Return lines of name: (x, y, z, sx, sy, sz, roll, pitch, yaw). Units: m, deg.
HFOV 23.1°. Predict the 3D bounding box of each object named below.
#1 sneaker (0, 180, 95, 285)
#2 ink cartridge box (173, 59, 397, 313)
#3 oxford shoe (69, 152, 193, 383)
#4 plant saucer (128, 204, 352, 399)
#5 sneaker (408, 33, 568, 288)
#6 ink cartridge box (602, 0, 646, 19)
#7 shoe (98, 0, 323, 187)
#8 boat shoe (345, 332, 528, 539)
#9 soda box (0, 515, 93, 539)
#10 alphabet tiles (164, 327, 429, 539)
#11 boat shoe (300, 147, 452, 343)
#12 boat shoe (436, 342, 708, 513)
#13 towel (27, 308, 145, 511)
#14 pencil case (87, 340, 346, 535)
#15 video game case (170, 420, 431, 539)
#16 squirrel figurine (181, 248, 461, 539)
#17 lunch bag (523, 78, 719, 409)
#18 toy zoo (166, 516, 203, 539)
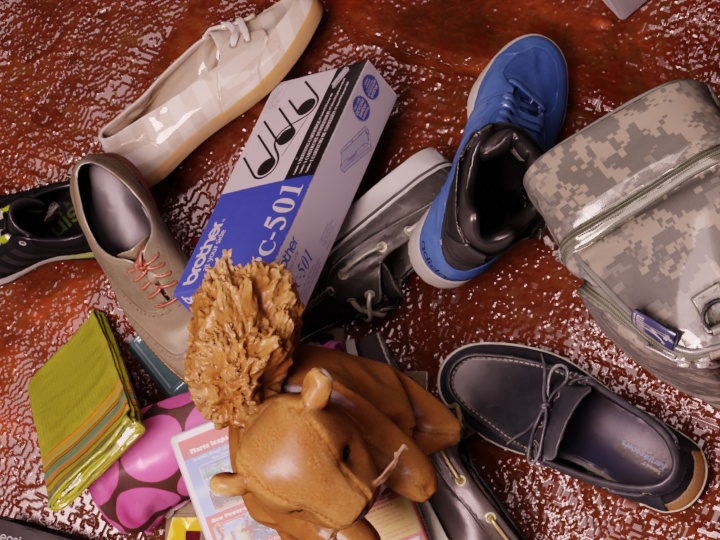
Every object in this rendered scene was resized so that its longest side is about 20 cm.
sneaker: (-0.258, -0.040, 1.347, 0.199, 0.083, 0.072, -13, 72, 17)
ink cartridge box: (-0.051, -0.055, 1.239, 0.094, 0.044, 0.201, -10, 46, 40)
oxford shoe: (-0.151, 0.006, 1.255, 0.070, 0.075, 0.200, -35, 89, 3)
plant saucer: (-0.086, 0.011, 1.302, 0.200, 0.019, 0.070, -44, 64, 3)
sneaker: (0.106, -0.085, 1.189, 0.077, 0.111, 0.201, 34, 69, -11)
ink cartridge box: (0.173, -0.306, 1.258, 0.146, 0.084, 0.200, -40, 66, 7)
shoe: (-0.112, -0.143, 1.319, 0.200, 0.053, 0.070, -42, 29, 0)
boat shoe: (0.055, 0.127, 1.192, 0.060, 0.072, 0.202, -29, 80, 6)
soda box: (-0.189, 0.232, 1.262, 0.199, 0.063, 0.071, 11, 80, 23)
alphabet tiles: (-0.046, 0.124, 1.268, 0.199, 0.008, 0.168, -3, 75, 19)
boat shoe: (0.000, 0.000, 1.249, 0.200, 0.071, 0.064, -43, 66, 2)
boat shoe: (0.137, 0.099, 1.177, 0.199, 0.062, 0.075, 26, 88, 26)
towel: (-0.202, 0.095, 1.260, 0.086, 0.018, 0.200, -43, 26, 4)
pencil case: (-0.089, 0.121, 1.237, 0.199, 0.094, 0.091, -20, 25, 15)
video game case: (-0.028, 0.179, 1.161, 0.142, 0.017, 0.201, -22, 83, 10)
squirrel figurine: (-0.048, 0.091, 1.065, 0.141, 0.187, 0.200, -43, 80, 7)
lunch bag: (0.207, -0.003, 1.103, 0.139, 0.200, 0.168, -32, 66, 9)
toy zoo: (-0.061, 0.234, 1.190, 0.199, 0.020, 0.132, 2, 81, -3)
